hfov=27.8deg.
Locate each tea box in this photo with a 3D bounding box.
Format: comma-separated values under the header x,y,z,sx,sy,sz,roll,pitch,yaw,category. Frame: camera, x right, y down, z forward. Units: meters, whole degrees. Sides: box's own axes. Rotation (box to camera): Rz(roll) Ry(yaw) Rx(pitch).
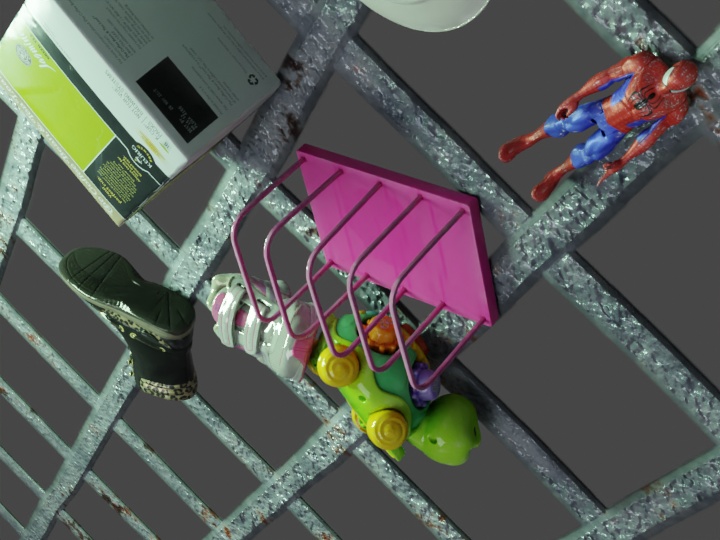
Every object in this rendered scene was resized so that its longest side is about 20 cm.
x,y,z,sx,sy,sz,roll,pitch,yaw,category
-0.213,-0.179,1.338,0.200,0.134,0.196,51,147,-7,tea box

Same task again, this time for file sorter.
x,y,z,sx,sy,sz,roll,pitch,yaw,category
0.000,0.000,1.295,0.199,0.125,0.140,20,141,35,file sorter

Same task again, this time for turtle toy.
x,y,z,sx,sy,sz,roll,pitch,yaw,category
0.033,0.114,1.404,0.200,0.101,0.146,51,175,-8,turtle toy

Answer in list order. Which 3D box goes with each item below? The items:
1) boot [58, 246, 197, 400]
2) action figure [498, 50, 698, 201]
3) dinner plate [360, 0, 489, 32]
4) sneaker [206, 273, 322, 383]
x,y,z,sx,sy,sz,roll,pitch,yaw,category
-0.274,0.066,1.751,0.199,0.073,0.151,24,143,23,boot
0.175,-0.105,1.048,0.066,0.052,0.200,52,146,-3,action figure
0.018,-0.262,1.078,0.199,0.024,0.201,30,146,23,dinner plate
-0.102,0.053,1.439,0.088,0.082,0.200,14,-175,-24,sneaker
